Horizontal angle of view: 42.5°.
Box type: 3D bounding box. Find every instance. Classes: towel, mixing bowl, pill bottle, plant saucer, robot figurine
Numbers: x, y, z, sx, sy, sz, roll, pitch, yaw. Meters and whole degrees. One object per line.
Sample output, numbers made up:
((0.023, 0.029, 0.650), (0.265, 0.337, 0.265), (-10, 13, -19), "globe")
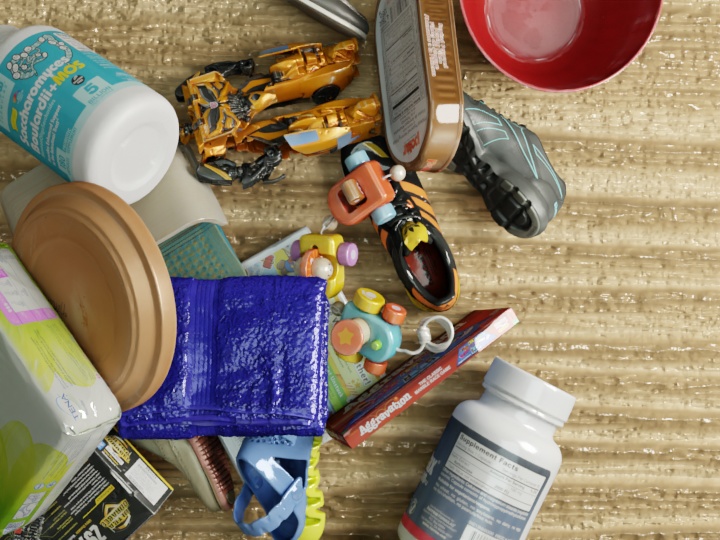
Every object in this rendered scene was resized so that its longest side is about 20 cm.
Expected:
((-0.127, 0.078, 0.842), (0.196, 0.050, 0.151), (-1, 84, 4), "towel")
((0.183, -0.269, 0.910), (0.196, 0.108, 0.204), (0, 92, -4), "mixing bowl")
((0.129, 0.196, 0.910), (0.118, 0.120, 0.203), (26, 89, -4), "pill bottle")
((-0.270, -0.151, 0.849), (0.198, 0.111, 0.112), (33, 89, 22), "pill bottle")
((-0.219, 0.008, 0.909), (0.198, 0.022, 0.148), (-31, 67, 0), "towel")
((-0.239, 0.027, 0.795), (0.197, 0.032, 0.204), (10, 107, 33), "plant saucer")
((-0.086, -0.160, 0.901), (0.196, 0.058, 0.147), (-15, 67, -12), "robot figurine")

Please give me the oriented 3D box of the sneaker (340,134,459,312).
((0.045, -0.051, 0.914), (0.069, 0.090, 0.203), (-28, 93, -3), "sneaker")

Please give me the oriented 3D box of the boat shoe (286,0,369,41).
((-0.070, -0.299, 0.915), (0.198, 0.067, 0.058), (30, 94, 0), "boat shoe")

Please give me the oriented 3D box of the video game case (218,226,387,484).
((-0.085, 0.087, 0.944), (0.180, 0.023, 0.202), (-29, 92, -2), "video game case")

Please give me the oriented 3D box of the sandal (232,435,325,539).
((-0.082, 0.170, 0.881), (0.086, 0.079, 0.204), (-3, 87, -47), "sandal")

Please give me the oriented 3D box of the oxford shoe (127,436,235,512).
((-0.194, 0.159, 0.919), (0.073, 0.071, 0.202), (-33, 82, 1), "oxford shoe")

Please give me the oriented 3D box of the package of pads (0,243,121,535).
((-0.304, 0.096, 0.788), (0.201, 0.068, 0.155), (51, 118, 15), "package of pads")

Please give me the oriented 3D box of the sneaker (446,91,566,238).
((0.130, -0.125, 0.939), (0.079, 0.075, 0.201), (-36, 86, -32), "sneaker")

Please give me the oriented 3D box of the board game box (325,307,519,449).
((0.055, 0.100, 0.894), (0.199, 0.103, 0.020), (-35, 93, -13), "board game box")

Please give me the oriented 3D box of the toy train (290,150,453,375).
((0.000, 0.000, 0.870), (0.149, 0.055, 0.203), (-27, 84, 32), "toy train")

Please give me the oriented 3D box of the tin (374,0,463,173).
((0.053, -0.195, 0.892), (0.041, 0.112, 0.204), (-3, 81, -19), "tin")

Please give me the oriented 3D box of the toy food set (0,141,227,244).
((-0.243, -0.054, 0.900), (0.198, 0.061, 0.145), (-30, 67, 1), "toy food set")

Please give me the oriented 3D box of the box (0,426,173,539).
((-0.301, 0.220, 0.886), (0.160, 0.049, 0.200), (45, 110, -4), "box")
